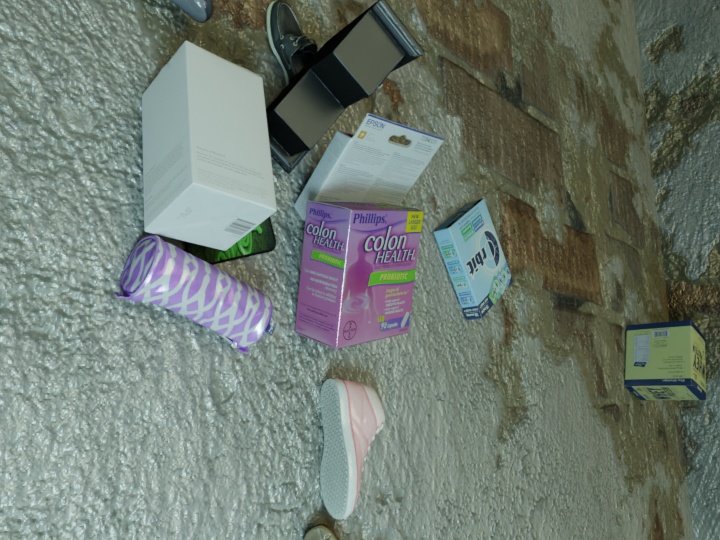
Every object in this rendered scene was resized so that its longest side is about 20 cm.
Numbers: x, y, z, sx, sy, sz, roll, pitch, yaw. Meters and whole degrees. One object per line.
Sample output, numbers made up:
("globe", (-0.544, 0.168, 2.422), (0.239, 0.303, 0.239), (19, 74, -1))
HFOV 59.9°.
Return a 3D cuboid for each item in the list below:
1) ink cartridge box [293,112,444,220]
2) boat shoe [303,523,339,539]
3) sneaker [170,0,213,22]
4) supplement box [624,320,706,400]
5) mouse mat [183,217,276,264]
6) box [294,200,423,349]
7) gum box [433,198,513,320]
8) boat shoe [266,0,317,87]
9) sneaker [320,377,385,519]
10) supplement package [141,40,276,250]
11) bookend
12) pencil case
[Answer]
("ink cartridge box", (0.015, -0.158, 1.003), (0.194, 0.201, 0.044), (3, 40, -47))
("boat shoe", (-0.030, 0.462, 0.910), (0.068, 0.071, 0.204), (-28, 96, -81))
("sneaker", (-0.285, -0.390, 0.808), (0.200, 0.074, 0.088), (46, 61, -18))
("supplement box", (0.934, 0.279, 1.917), (0.133, 0.197, 0.204), (32, 60, -37))
("mouse mat", (-0.198, -0.115, 0.882), (0.159, 0.007, 0.205), (-16, 94, -49))
("box", (0.000, 0.000, 0.967), (0.174, 0.095, 0.205), (-4, 104, -48))
("gum box", (0.244, -0.026, 1.328), (0.169, 0.044, 0.203), (-37, 109, -46))
("boat shoe", (-0.094, -0.339, 1.001), (0.074, 0.065, 0.204), (-11, 90, -48))
("sneaker", (-0.005, 0.269, 0.962), (0.103, 0.075, 0.205), (11, 70, -41))
("supplement package", (-0.191, -0.150, 0.778), (0.118, 0.120, 0.204), (13, 58, -43))
("bookend", (-0.040, -0.252, 0.885), (0.092, 0.199, 0.200), (44, 73, -20))
("pencil case", (-0.204, 0.033, 0.794), (0.199, 0.083, 0.087), (33, 81, -37))
